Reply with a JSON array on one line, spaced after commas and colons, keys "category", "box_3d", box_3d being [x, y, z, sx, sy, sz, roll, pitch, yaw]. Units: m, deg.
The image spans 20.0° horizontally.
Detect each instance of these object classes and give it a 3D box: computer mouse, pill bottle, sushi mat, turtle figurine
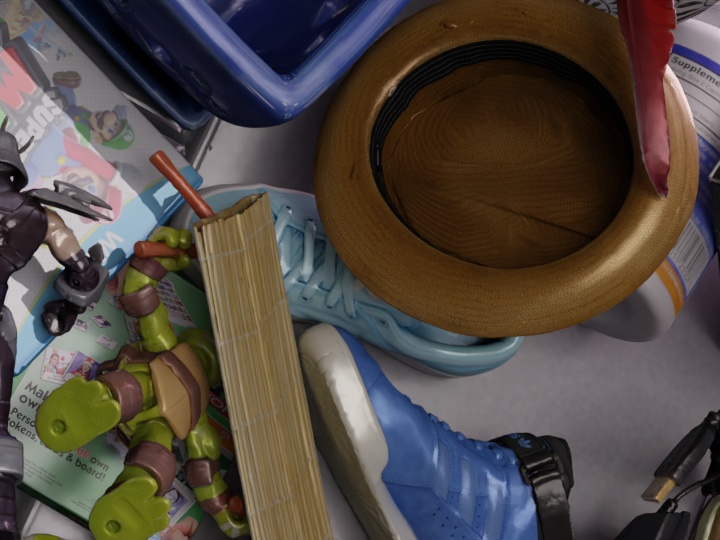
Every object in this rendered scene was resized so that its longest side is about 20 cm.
[{"category": "computer mouse", "box_3d": [0.152, 0.156, 1.084, 0.200, 0.141, 0.046, -42, 69, -14]}, {"category": "pill bottle", "box_3d": [0.171, -0.070, 1.140, 0.112, 0.112, 0.200, 39, 70, -14]}, {"category": "sushi mat", "box_3d": [-0.046, 0.066, 1.012, 0.012, 0.096, 0.201, -8, 98, 17]}, {"category": "turtle figurine", "box_3d": [-0.101, 0.054, 0.982, 0.064, 0.161, 0.201, -8, 105, 19]}]

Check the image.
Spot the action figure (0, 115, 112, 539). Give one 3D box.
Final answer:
[{"category": "action figure", "box_3d": [-0.186, 0.024, 0.960, 0.129, 0.069, 0.201, 10, 80, -11]}]

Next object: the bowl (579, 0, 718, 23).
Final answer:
[{"category": "bowl", "box_3d": [0.157, -0.202, 1.106, 0.094, 0.200, 0.202, 34, 69, -50]}]

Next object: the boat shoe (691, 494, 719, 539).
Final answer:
[{"category": "boat shoe", "box_3d": [0.232, 0.221, 1.150, 0.071, 0.076, 0.201, -1, 83, -20]}]

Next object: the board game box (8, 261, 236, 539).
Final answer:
[{"category": "board game box", "box_3d": [-0.148, 0.046, 1.040, 0.200, 0.029, 0.135, 34, 72, -15]}]

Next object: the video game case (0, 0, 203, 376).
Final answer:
[{"category": "video game case", "box_3d": [-0.193, -0.067, 1.009, 0.200, 0.018, 0.143, 47, 69, -11]}]

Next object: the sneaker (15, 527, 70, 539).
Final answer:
[{"category": "sneaker", "box_3d": [-0.137, 0.178, 1.008, 0.199, 0.080, 0.078, 16, 36, -13]}]

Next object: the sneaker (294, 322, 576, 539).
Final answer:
[{"category": "sneaker", "box_3d": [0.049, 0.099, 1.087, 0.111, 0.077, 0.201, -31, 100, -17]}]

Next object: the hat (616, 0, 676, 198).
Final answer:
[{"category": "hat", "box_3d": [0.096, -0.182, 0.981, 0.165, 0.200, 0.176, 27, 104, -34]}]

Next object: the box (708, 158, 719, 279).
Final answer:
[{"category": "box", "box_3d": [0.274, -0.041, 1.130, 0.086, 0.200, 0.164, 27, 68, 26]}]

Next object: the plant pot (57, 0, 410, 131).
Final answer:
[{"category": "plant pot", "box_3d": [-0.070, -0.194, 1.019, 0.200, 0.180, 0.200, 46, 70, -12]}]

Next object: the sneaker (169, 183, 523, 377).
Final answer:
[{"category": "sneaker", "box_3d": [0.000, 0.000, 1.077, 0.199, 0.082, 0.074, 19, 76, -19]}]

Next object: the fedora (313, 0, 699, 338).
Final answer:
[{"category": "fedora", "box_3d": [0.077, -0.045, 1.037, 0.199, 0.082, 0.202, -6, 66, 14]}]
